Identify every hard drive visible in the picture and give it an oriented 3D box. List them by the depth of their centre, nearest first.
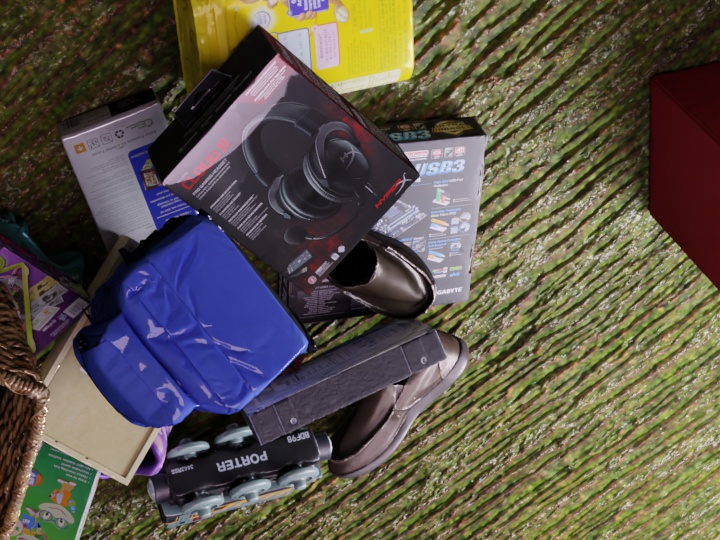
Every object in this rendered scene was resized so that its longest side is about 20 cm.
[{"bbox_3d":[-0.023,0.104,1.532,0.199,0.140,0.038,-25,97,-6],"label":"hard drive"}]

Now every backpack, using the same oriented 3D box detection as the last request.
[{"bbox_3d":[-0.163,0.048,1.345,0.167,0.200,0.163,-35,99,-15],"label":"backpack"}]

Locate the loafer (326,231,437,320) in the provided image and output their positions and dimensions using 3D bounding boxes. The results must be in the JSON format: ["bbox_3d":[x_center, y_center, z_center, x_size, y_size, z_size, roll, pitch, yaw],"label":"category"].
[{"bbox_3d":[0.000,0.000,1.494,0.199,0.071,0.073,31,109,-33],"label":"loafer"}]

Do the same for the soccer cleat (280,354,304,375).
[{"bbox_3d":[-0.154,0.075,1.543,0.198,0.085,0.069,5,78,-15],"label":"soccer cleat"}]

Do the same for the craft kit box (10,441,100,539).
[{"bbox_3d":[-0.364,0.217,1.518,0.199,0.049,0.198,20,121,-3],"label":"craft kit box"}]

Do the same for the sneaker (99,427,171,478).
[{"bbox_3d":[-0.277,0.165,1.542,0.199,0.089,0.081,7,122,-22],"label":"sneaker"}]

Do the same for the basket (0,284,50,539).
[{"bbox_3d":[-0.362,0.129,1.310,0.142,0.149,0.201,0,130,-33],"label":"basket"}]

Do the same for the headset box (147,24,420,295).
[{"bbox_3d":[-0.073,-0.098,1.336,0.149,0.077,0.200,-46,122,9],"label":"headset box"}]

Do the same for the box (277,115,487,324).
[{"bbox_3d":[0.019,-0.049,1.543,0.199,0.050,0.200,-8,124,-16],"label":"box"}]

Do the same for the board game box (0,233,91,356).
[{"bbox_3d":[-0.349,0.062,1.386,0.200,0.032,0.120,-41,143,9],"label":"board game box"}]

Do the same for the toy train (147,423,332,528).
[{"bbox_3d":[-0.129,0.212,1.629,0.199,0.086,0.114,-14,162,-19],"label":"toy train"}]

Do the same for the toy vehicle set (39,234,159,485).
[{"bbox_3d":[-0.220,0.084,1.447,0.124,0.026,0.201,35,80,-27],"label":"toy vehicle set"}]

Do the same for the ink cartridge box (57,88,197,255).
[{"bbox_3d":[-0.204,-0.065,1.451,0.094,0.037,0.201,-21,125,-6],"label":"ink cartridge box"}]

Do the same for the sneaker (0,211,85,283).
[{"bbox_3d":[-0.340,-0.020,1.418,0.199,0.077,0.080,29,89,-39],"label":"sneaker"}]

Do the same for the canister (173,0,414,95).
[{"bbox_3d":[-0.057,-0.217,1.377,0.199,0.087,0.149,-14,125,-15],"label":"canister"}]

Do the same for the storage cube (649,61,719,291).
[{"bbox_3d":[0.408,-0.105,1.578,0.170,0.180,0.201,-16,126,-11],"label":"storage cube"}]

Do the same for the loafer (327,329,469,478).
[{"bbox_3d":[0.025,0.133,1.660,0.200,0.073,0.071,-49,122,2],"label":"loafer"}]
